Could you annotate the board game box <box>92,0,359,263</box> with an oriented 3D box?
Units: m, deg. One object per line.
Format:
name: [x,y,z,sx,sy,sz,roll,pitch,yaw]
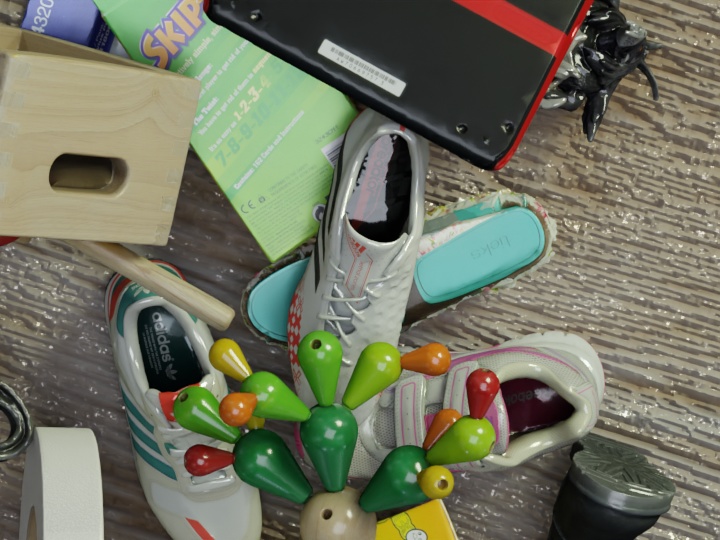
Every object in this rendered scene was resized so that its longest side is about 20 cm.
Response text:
board game box: [-0.070,-0.113,1.720,0.095,0.030,0.200,-34,104,1]

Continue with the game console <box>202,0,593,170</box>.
game console: [0.033,-0.176,1.656,0.200,0.031,0.177,28,82,0]

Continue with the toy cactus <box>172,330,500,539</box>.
toy cactus: [-0.014,0.117,1.662,0.199,0.102,0.166,0,110,11]

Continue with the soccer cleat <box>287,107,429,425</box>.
soccer cleat: [0.000,0.000,1.690,0.068,0.085,0.201,13,97,-4]

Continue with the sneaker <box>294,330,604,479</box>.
sneaker: [0.058,0.085,1.769,0.199,0.088,0.082,-13,99,-3]

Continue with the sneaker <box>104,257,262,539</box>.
sneaker: [-0.110,0.094,1.752,0.070,0.093,0.200,-16,99,-3]

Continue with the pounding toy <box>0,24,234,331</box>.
pounding toy: [-0.187,-0.059,1.657,0.184,0.200,0.143,18,99,38]

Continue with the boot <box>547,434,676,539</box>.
boot: [0.130,0.212,1.758,0.065,0.165,0.201,18,96,3]

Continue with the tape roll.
tape roll: [-0.180,0.193,1.706,0.037,0.203,0.204,2,98,-10]

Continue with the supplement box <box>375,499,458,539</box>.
supplement box: [-0.021,0.235,1.754,0.199,0.109,0.110,-21,69,-3]

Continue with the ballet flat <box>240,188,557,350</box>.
ballet flat: [0.024,0.002,1.767,0.199,0.064,0.076,-15,98,-1]

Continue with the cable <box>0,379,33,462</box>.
cable: [-0.273,0.038,1.675,0.097,0.050,0.200,-38,90,-27]

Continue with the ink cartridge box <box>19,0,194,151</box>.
ink cartridge box: [-0.093,-0.173,1.743,0.199,0.043,0.197,18,96,-9]

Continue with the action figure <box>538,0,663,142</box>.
action figure: [0.108,-0.148,1.722,0.199,0.102,0.119,13,80,-20]
